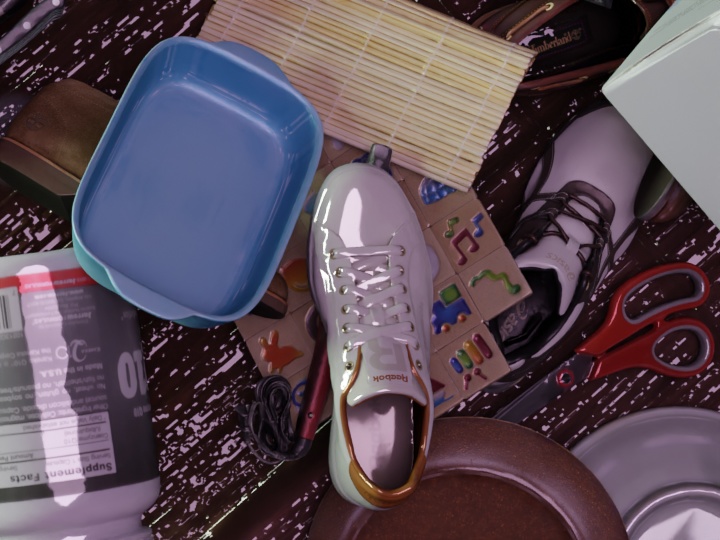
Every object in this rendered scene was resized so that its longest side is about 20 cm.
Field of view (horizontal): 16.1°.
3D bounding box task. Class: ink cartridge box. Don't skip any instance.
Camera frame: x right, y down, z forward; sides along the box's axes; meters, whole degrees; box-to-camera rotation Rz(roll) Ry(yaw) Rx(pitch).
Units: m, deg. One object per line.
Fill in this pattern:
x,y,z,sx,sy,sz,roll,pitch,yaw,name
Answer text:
0.267,-0.130,1.454,0.145,0.145,0.200,48,53,-8,ink cartridge box

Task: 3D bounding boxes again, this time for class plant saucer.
0.063,0.188,1.519,0.200,0.034,0.200,1,98,7,plant saucer
0.199,0.184,1.560,0.200,0.050,0.200,0,90,-8,plant saucer

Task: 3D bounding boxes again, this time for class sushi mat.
-0.003,-0.125,1.516,0.200,0.012,0.096,23,87,16,sushi mat

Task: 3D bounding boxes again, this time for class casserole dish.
-0.096,-0.047,1.458,0.121,0.039,0.200,27,53,-9,casserole dish

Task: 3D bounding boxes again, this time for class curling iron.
-0.020,0.020,1.488,0.050,0.026,0.200,22,91,-34,curling iron

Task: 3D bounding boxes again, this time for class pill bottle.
-0.177,0.089,1.474,0.114,0.114,0.200,-8,91,-8,pill bottle

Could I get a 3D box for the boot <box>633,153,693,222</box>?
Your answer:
0.284,-0.041,1.556,0.200,0.064,0.186,43,67,-9,boot

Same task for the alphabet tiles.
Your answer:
0.000,0.000,1.510,0.166,0.006,0.200,-32,75,11,alphabet tiles

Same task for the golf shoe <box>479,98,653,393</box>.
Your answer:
0.126,-0.015,1.531,0.078,0.094,0.200,29,84,-6,golf shoe

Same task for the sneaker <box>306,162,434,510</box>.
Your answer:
0.015,0.036,1.442,0.073,0.085,0.200,-5,89,-12,sneaker

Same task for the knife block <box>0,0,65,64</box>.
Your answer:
-0.268,-0.152,1.491,0.200,0.064,0.176,-1,89,-8,knife block

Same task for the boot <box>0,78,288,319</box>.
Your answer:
-0.118,-0.043,1.503,0.200,0.074,0.075,33,75,3,boot

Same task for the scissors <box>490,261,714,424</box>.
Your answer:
0.131,0.053,1.555,0.200,0.014,0.073,-19,99,-17,scissors

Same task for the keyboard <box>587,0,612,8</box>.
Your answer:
0.159,-0.245,1.537,0.127,0.021,0.200,18,63,-7,keyboard

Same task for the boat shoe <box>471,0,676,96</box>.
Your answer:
0.162,-0.154,1.548,0.200,0.070,0.070,-25,104,-8,boat shoe
